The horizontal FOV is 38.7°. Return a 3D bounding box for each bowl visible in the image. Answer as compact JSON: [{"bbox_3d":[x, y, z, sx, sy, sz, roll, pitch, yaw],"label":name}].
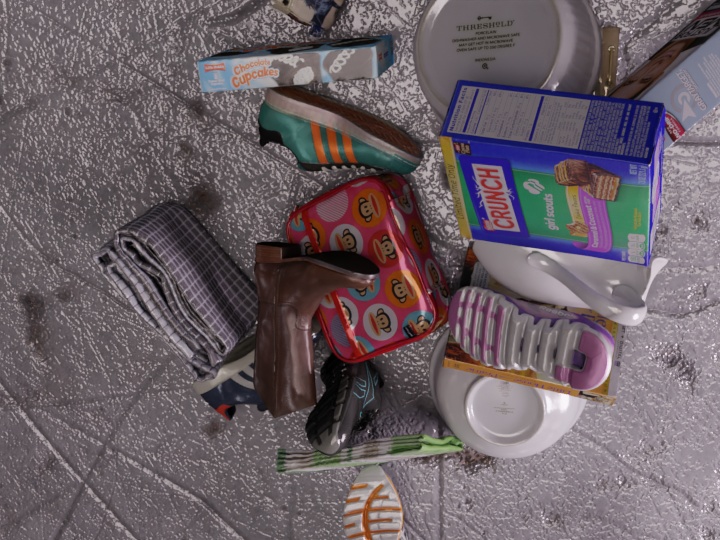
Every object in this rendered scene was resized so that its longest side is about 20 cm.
[{"bbox_3d":[0.176,0.148,1.229,0.198,0.090,0.204,3,109,10],"label":"bowl"}]

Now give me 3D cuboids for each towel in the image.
[{"bbox_3d":[-0.208,0.018,1.224,0.085,0.166,0.200,-38,98,14],"label":"towel"},{"bbox_3d":[0.010,0.220,1.254,0.198,0.149,0.031,-13,77,22],"label":"towel"}]

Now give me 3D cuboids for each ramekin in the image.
[{"bbox_3d":[0.146,-0.227,1.069,0.200,0.094,0.205,-1,87,25],"label":"ramekin"}]

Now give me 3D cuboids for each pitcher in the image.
[{"bbox_3d":[0.221,-0.009,1.107,0.198,0.171,0.122,27,108,11],"label":"pitcher"}]

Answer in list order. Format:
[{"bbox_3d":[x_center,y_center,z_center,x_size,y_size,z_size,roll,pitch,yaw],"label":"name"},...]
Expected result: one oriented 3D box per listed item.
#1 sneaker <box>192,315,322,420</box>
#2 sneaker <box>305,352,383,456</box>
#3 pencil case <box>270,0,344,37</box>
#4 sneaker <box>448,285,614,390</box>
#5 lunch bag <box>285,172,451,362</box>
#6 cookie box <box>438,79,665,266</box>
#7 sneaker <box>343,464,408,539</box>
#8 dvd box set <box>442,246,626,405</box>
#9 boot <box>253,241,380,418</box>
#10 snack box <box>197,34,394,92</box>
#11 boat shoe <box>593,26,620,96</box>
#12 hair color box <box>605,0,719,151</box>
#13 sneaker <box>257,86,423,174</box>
[{"bbox_3d":[-0.114,0.125,1.293,0.199,0.075,0.085,-29,105,26],"label":"sneaker"},{"bbox_3d":[-0.009,0.157,1.213,0.079,0.201,0.075,43,115,-14],"label":"sneaker"},{"bbox_3d":[-0.023,-0.356,1.102,0.077,0.090,0.201,33,110,0],"label":"pencil case"},{"bbox_3d":[0.192,0.069,1.123,0.198,0.088,0.081,19,110,30],"label":"sneaker"},{"bbox_3d":[0.000,0.000,1.205,0.175,0.082,0.202,-23,89,28],"label":"lunch bag"},{"bbox_3d":[0.189,-0.093,1.001,0.198,0.076,0.172,10,151,21],"label":"cookie box"},{"bbox_3d":[0.026,0.344,1.333,0.077,0.077,0.203,-4,104,13],"label":"sneaker"},{"bbox_3d":[0.204,0.062,1.179,0.198,0.029,0.148,13,67,7],"label":"dvd box set"},{"bbox_3d":[-0.054,0.077,1.165,0.185,0.064,0.203,12,103,43],"label":"boot"},{"bbox_3d":[-0.068,-0.231,1.138,0.197,0.116,0.038,-2,108,12],"label":"snack box"},{"bbox_3d":[0.267,-0.163,1.119,0.064,0.072,0.203,-6,101,14],"label":"boat shoe"},{"bbox_3d":[0.330,-0.195,1.042,0.200,0.099,0.061,-41,102,-2],"label":"hair color box"},{"bbox_3d":[-0.026,-0.146,1.187,0.198,0.071,0.081,24,116,8],"label":"sneaker"}]
